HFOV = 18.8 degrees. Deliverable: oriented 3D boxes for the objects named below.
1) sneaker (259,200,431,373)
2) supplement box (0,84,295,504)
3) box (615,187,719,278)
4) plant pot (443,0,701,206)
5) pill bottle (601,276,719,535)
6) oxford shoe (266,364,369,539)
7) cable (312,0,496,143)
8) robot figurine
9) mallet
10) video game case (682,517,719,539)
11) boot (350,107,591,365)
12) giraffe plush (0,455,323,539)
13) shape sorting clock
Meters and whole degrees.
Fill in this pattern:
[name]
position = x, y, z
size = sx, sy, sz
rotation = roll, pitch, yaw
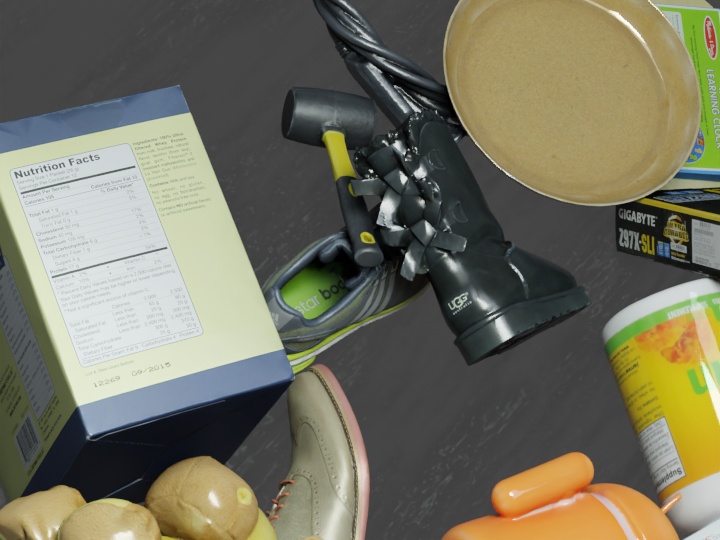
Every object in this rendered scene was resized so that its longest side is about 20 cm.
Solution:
[sneaker]
position = 0.000, 0.000, 1.477
size = 0.200, 0.081, 0.074
rotation = -39, 84, -30
[supplement box]
position = -0.161, 0.027, 1.335
size = 0.134, 0.200, 0.200
rotation = -14, 73, -26
[box]
position = 0.306, -0.031, 1.555
size = 0.200, 0.160, 0.049
rotation = -4, 98, -21
[plant pot]
position = 0.150, -0.133, 1.574
size = 0.200, 0.027, 0.200
rotation = 7, 66, -15
[pill bottle]
position = 0.249, 0.115, 1.497
size = 0.111, 0.111, 0.200
rotation = -10, 70, -24
[oxford shoe]
position = -0.034, 0.155, 1.400
size = 0.075, 0.070, 0.200
rotation = -2, 66, -15
[cable]
position = 0.049, -0.190, 1.602
size = 0.163, 0.051, 0.200
rotation = -36, 81, -30
[robot figurine]
position = 0.126, 0.206, 1.409
size = 0.200, 0.117, 0.144
rotation = -14, 69, -24
[mallet]
position = -0.001, -0.063, 1.482
size = 0.066, 0.041, 0.200
rotation = 3, 34, -21
[video game case]
position = 0.154, 0.253, 1.351
size = 0.182, 0.200, 0.023
rotation = -25, 54, -28
[boot]
position = 0.074, -0.025, 1.465
size = 0.163, 0.073, 0.198
rotation = 61, 21, 7
[giraffe plush]
position = -0.108, 0.184, 1.303
size = 0.172, 0.200, 0.162
rotation = 35, 49, 19
[shape sorting clock]
position = 0.220, -0.132, 1.644
size = 0.200, 0.039, 0.200
rotation = 7, 70, -19
